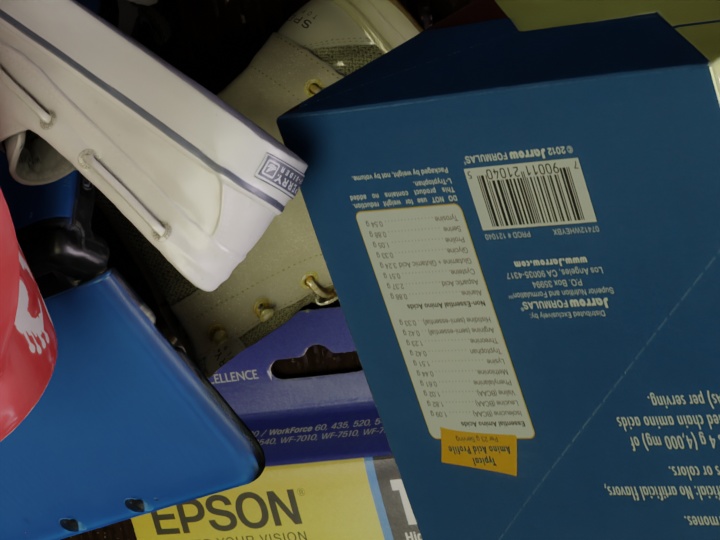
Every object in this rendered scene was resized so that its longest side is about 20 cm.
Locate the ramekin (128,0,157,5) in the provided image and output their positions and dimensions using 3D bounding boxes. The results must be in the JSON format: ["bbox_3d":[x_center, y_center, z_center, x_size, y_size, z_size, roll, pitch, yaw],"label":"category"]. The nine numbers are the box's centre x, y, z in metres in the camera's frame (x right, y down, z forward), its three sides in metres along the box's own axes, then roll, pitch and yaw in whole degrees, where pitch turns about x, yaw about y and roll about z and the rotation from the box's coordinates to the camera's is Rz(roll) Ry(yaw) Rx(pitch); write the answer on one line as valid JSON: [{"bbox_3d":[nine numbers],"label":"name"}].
[{"bbox_3d":[-0.149,-0.182,1.091,0.200,0.200,0.098,26,96,10],"label":"ramekin"}]

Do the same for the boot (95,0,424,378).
[{"bbox_3d":[0.000,0.000,1.185,0.155,0.072,0.200,-38,91,-11],"label":"boot"}]

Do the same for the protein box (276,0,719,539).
[{"bbox_3d":[0.110,0.005,1.043,0.198,0.135,0.200,-4,111,44],"label":"protein box"}]

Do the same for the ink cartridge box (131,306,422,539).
[{"bbox_3d":[-0.004,0.116,1.300,0.197,0.047,0.200,-7,112,25],"label":"ink cartridge box"}]

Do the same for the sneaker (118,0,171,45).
[{"bbox_3d":[-0.171,-0.083,1.258,0.200,0.078,0.140,-25,101,29],"label":"sneaker"}]

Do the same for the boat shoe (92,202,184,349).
[{"bbox_3d":[-0.102,0.016,1.274,0.073,0.065,0.200,33,101,3],"label":"boat shoe"}]

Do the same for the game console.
[{"bbox_3d":[-0.130,0.005,1.181,0.118,0.171,0.200,23,152,-36],"label":"game console"}]

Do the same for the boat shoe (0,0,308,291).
[{"bbox_3d":[-0.110,-0.063,1.051,0.200,0.074,0.065,35,93,32],"label":"boat shoe"}]

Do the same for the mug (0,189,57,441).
[{"bbox_3d":[-0.184,-0.018,0.991,0.133,0.178,0.200,-24,127,-3],"label":"mug"}]
